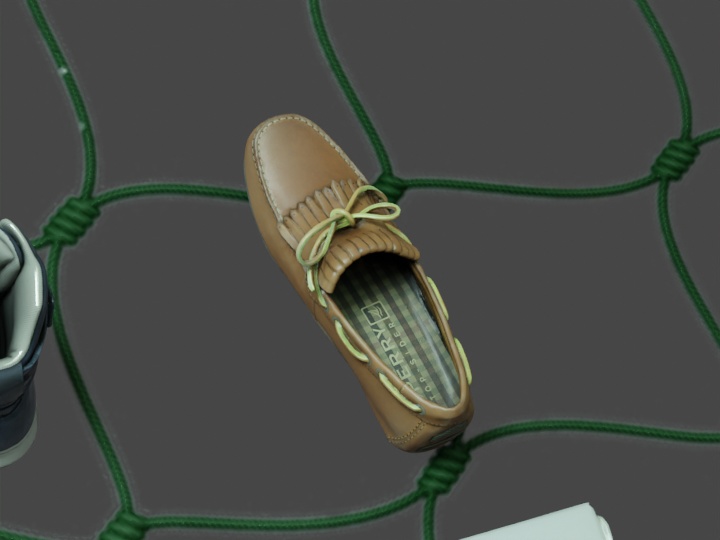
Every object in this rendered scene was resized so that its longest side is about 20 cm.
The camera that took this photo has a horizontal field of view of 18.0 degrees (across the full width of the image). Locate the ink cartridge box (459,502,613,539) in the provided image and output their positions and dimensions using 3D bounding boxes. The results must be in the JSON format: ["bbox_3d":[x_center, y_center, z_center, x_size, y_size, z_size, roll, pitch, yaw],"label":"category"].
[{"bbox_3d":[0.043,0.216,1.118,0.199,0.083,0.147,-13,68,-15],"label":"ink cartridge box"}]

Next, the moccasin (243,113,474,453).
[{"bbox_3d":[-0.002,0.001,1.212,0.073,0.078,0.202,-18,70,-17],"label":"moccasin"}]

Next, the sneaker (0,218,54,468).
[{"bbox_3d":[-0.215,-0.015,1.145,0.077,0.146,0.203,-24,70,-18],"label":"sneaker"}]
